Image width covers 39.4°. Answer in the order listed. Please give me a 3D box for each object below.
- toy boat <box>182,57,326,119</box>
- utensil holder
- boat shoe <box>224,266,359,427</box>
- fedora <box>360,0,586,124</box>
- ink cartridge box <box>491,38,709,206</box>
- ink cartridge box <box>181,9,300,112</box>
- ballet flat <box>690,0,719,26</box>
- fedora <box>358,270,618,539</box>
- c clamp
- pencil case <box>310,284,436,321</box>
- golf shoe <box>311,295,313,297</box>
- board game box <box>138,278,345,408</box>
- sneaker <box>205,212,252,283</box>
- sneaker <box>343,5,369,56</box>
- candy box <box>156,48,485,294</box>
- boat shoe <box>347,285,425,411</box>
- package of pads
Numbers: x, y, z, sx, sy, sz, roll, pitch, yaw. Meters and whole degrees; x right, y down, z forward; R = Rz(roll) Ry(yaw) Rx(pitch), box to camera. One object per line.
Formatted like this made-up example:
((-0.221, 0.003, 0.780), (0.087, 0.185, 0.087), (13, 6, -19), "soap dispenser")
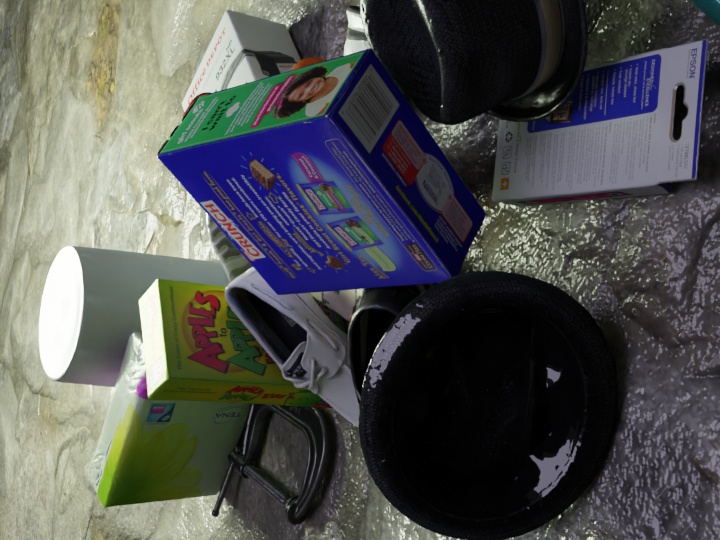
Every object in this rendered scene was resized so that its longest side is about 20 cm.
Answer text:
((-0.055, -0.131, 0.922), (0.131, 0.200, 0.131), (-22, -45, -85), "toy boat")
((-0.261, 0.058, 1.200), (0.170, 0.200, 0.170), (-18, 67, 53), "utensil holder")
((-0.047, 0.080, 0.918), (0.200, 0.065, 0.074), (43, 124, 11), "boat shoe")
((0.061, -0.178, 0.705), (0.201, 0.092, 0.201), (38, 151, 26), "fedora")
((0.174, -0.101, 0.731), (0.200, 0.037, 0.095), (-1, 81, 59), "ink cartridge box")
((-0.124, -0.176, 1.149), (0.145, 0.084, 0.200), (-55, 42, 35), "ink cartridge box")
((0.219, -0.218, 0.667), (0.072, 0.072, 0.200), (-63, 39, 26), "ballet flat")
((0.091, 0.092, 0.743), (0.092, 0.200, 0.201), (-79, 5, -78), "fedora")
((-0.091, 0.208, 1.077), (0.200, 0.027, 0.171), (9, 86, 58), "c clamp")
((0.000, 0.000, 0.932), (0.200, 0.078, 0.090), (31, 103, 54), "pencil case")
((-0.067, -0.057, 1.034), (0.075, 0.091, 0.200), (14, 96, 55), "golf shoe")
((-0.106, 0.073, 0.963), (0.048, 0.200, 0.102), (-41, 51, 44), "board game box")
((-0.131, -0.034, 1.089), (0.082, 0.075, 0.200), (-132, 32, -59), "sneaker")
((0.035, -0.174, 0.939), (0.201, 0.076, 0.116), (-134, 50, -59), "sneaker")
((-0.032, -0.065, 0.774), (0.200, 0.169, 0.077), (-5, 44, 43), "candy box")
((0.026, 0.104, 0.827), (0.074, 0.063, 0.202), (4, 114, 20), "boat shoe")
((-0.204, 0.166, 1.134), (0.068, 0.154, 0.200), (42, 117, 43), "package of pads")
